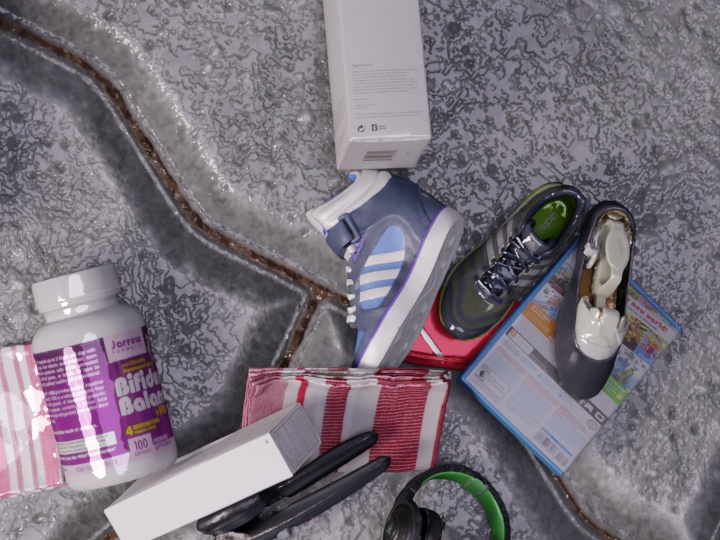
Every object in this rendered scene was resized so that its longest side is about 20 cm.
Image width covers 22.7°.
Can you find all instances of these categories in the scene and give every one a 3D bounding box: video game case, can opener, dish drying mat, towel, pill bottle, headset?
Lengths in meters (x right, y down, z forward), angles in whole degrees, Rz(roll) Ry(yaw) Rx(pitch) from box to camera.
[{"bbox_3d":[0.211,0.083,1.796,0.143,0.018,0.200,43,76,-4],"label":"video game case"},{"bbox_3d":[-0.061,0.220,1.736,0.199,0.079,0.064,-24,89,6],"label":"can opener"},{"bbox_3d":[0.127,0.066,1.803,0.198,0.018,0.078,8,87,-7],"label":"dish drying mat"},{"bbox_3d":[-0.390,0.158,1.728,0.198,0.030,0.148,-12,91,-7],"label":"towel"},{"bbox_3d":[-0.016,0.150,1.738,0.198,0.023,0.145,0,134,-8],"label":"towel"},{"bbox_3d":[-0.249,0.099,1.705,0.111,0.112,0.202,-15,92,-7],"label":"pill bottle"},{"bbox_3d":[0.079,0.275,1.733,0.123,0.094,0.201,39,57,-9],"label":"headset"}]

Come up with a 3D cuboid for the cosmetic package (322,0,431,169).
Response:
[{"bbox_3d":[0.013,-0.208,1.726,0.084,0.108,0.202,-2,80,-8],"label":"cosmetic package"}]

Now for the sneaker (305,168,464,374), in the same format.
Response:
[{"bbox_3d":[0.000,0.000,1.757,0.146,0.081,0.201,27,91,19],"label":"sneaker"}]

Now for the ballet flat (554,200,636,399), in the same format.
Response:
[{"bbox_3d":[0.236,0.026,1.765,0.072,0.073,0.202,13,80,-7],"label":"ballet flat"}]

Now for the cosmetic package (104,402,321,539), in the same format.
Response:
[{"bbox_3d":[-0.139,0.196,1.690,0.199,0.083,0.051,-26,95,25],"label":"cosmetic package"}]

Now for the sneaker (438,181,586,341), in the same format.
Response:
[{"bbox_3d":[0.150,-0.015,1.768,0.074,0.081,0.200,39,79,1],"label":"sneaker"}]
